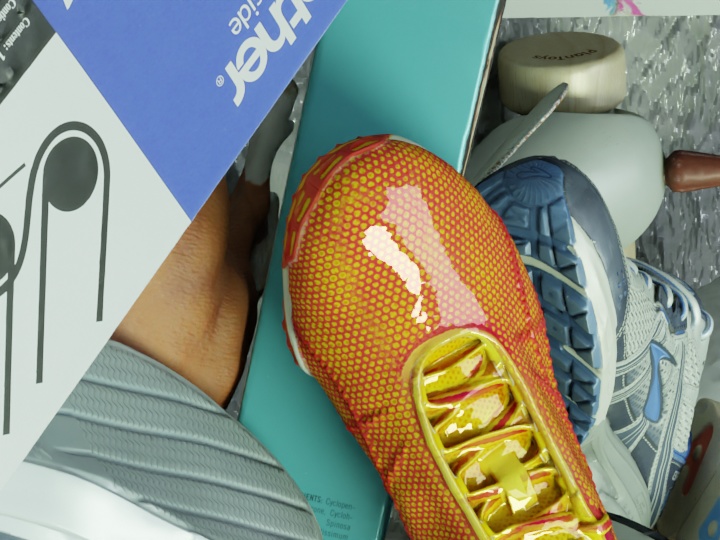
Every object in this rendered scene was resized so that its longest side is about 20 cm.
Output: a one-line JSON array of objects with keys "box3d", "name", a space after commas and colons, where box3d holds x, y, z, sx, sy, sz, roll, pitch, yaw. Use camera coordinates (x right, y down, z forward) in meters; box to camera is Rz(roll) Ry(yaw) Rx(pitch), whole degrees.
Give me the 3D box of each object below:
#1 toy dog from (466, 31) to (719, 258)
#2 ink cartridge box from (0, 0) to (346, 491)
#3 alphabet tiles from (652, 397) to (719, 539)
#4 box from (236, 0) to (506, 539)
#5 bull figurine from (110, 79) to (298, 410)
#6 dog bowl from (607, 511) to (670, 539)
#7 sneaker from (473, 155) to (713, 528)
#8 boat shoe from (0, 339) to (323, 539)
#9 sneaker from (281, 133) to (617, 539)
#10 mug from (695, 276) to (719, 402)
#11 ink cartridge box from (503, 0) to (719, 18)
[{"box3d": [0.073, -0.016, 1.017, 0.200, 0.096, 0.132, -59, 141, -42], "name": "toy dog"}, {"box3d": [-0.078, -0.036, 0.623, 0.200, 0.044, 0.094, -57, 135, -24], "name": "ink cartridge box"}, {"box3d": [0.088, 0.150, 0.996, 0.196, 0.015, 0.200, -61, -161, 24], "name": "alphabet tiles"}, {"box3d": [0.000, 0.000, 0.828, 0.082, 0.049, 0.200, -69, 171, -77], "name": "box"}, {"box3d": [-0.068, -0.036, 0.768, 0.200, 0.065, 0.121, 75, 29, -51], "name": "bull figurine"}, {"box3d": [0.049, 0.178, 0.899, 0.074, 0.200, 0.200, -2, 94, -43], "name": "dog bowl"}, {"box3d": [0.073, 0.021, 0.932, 0.085, 0.077, 0.200, -49, 150, -26], "name": "sneaker"}, {"box3d": [-0.094, 0.056, 0.724, 0.200, 0.067, 0.074, 26, 30, -46], "name": "boat shoe"}, {"box3d": [0.038, 0.050, 0.766, 0.073, 0.077, 0.200, -32, 118, -14], "name": "sneaker"}, {"box3d": [0.162, 0.104, 1.154, 0.175, 0.148, 0.200, -25, 121, -53], "name": "mug"}, {"box3d": [0.093, -0.163, 0.934, 0.088, 0.200, 0.145, 55, 46, -45], "name": "ink cartridge box"}]
